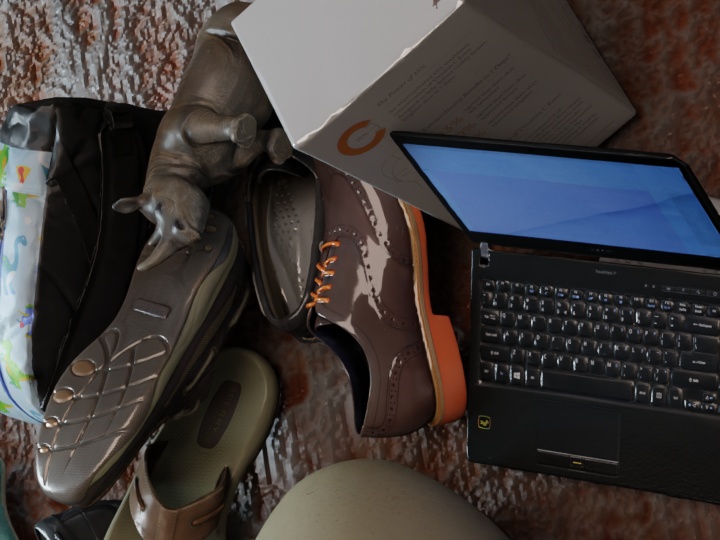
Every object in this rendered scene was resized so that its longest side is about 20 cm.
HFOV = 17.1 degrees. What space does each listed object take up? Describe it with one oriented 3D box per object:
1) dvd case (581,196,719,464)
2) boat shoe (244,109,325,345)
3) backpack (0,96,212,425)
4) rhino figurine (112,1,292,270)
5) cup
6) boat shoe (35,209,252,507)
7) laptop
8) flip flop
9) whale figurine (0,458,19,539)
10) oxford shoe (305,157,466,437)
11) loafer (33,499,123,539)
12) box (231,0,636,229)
[{"bbox_3d":[0.212,0.037,1.328,0.199,0.018,0.144,16,89,33],"label":"dvd case"},{"bbox_3d":[-0.042,-0.053,1.478,0.073,0.060,0.202,-15,72,34],"label":"boat shoe"},{"bbox_3d":[-0.176,0.001,1.509,0.153,0.163,0.202,-6,85,40],"label":"backpack"},{"bbox_3d":[-0.087,-0.082,1.440,0.087,0.060,0.201,4,59,41],"label":"rhino figurine"},{"bbox_3d":[0.008,0.190,1.344,0.200,0.200,0.144,-43,34,18],"label":"cup"},{"bbox_3d":[-0.121,0.061,1.446,0.074,0.073,0.201,20,72,41],"label":"boat shoe"},{"bbox_3d":[0.113,0.027,1.297,0.176,0.103,0.202,7,101,33],"label":"laptop"},{"bbox_3d":[-0.107,0.134,1.458,0.081,0.058,0.201,19,72,16],"label":"flip flop"},{"bbox_3d":[-0.320,0.184,1.584,0.199,0.104,0.160,-22,70,27],"label":"whale figurine"},{"bbox_3d":[0.000,0.000,1.406,0.071,0.072,0.201,139,114,-68],"label":"oxford shoe"},{"bbox_3d":[-0.152,0.239,1.480,0.068,0.070,0.202,117,139,-58],"label":"loafer"},{"bbox_3d":[0.044,-0.113,1.349,0.124,0.200,0.098,-40,58,18],"label":"box"}]
